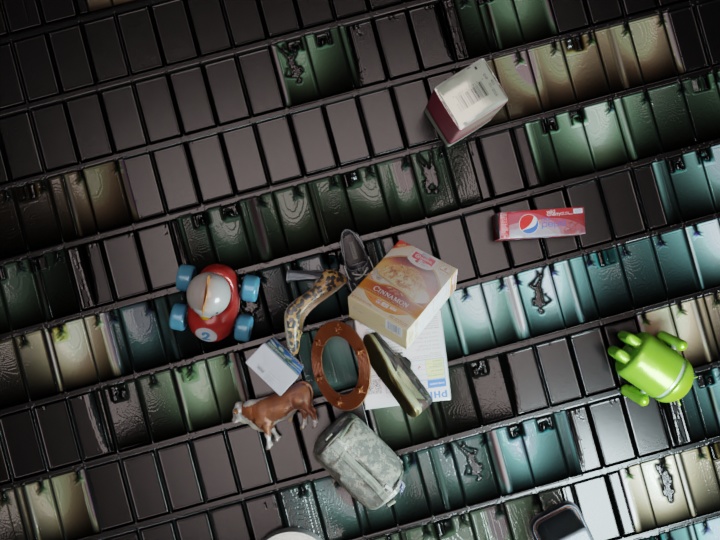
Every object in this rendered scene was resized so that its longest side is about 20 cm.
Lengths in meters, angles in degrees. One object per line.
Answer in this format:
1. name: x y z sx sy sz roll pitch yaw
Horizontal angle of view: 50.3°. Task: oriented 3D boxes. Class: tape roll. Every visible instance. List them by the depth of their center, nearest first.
1. tape roll: -0.157 0.690 1.747 0.202 0.037 0.204 0 89 -1

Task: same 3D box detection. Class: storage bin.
1. storage bin: 0.472 0.643 1.709 0.145 0.134 0.201 -25 88 -1

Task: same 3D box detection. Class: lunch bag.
1. lunch bag: -0.002 0.425 1.691 0.139 0.168 0.200 -45 90 -1

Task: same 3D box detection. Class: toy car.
1. toy car: -0.331 0.071 1.679 0.183 0.200 0.178 10 88 0

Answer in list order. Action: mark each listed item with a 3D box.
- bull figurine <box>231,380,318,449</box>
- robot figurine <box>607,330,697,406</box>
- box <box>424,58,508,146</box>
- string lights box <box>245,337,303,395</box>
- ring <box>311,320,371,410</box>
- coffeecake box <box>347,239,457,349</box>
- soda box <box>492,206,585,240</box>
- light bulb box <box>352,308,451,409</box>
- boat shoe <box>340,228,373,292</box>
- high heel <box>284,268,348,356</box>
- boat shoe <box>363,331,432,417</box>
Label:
1. bull figurine: -0.193 0.328 1.743 0.199 0.065 0.122 -24 93 1
2. robot figurine: 0.661 0.218 1.731 0.200 0.116 0.176 34 89 0
3. box: 0.230 -0.367 1.698 0.128 0.200 0.109 -32 89 -1
4. string lights box: -0.185 0.206 1.677 0.103 0.200 0.059 44 89 0
5. ring: -0.050 0.212 1.698 0.019 0.200 0.202 -7 88 -42
6. coffeecake box: 0.092 0.048 1.651 0.153 0.073 0.200 28 56 23
7. soda box: 0.408 -0.106 1.759 0.199 0.070 0.064 -3 89 -1
8. light bulb box: 0.090 0.193 1.719 0.197 0.125 0.201 -6 90 -1
9. boat shoe: 0.000 0.000 1.731 0.071 0.068 0.201 -17 76 4
10. high heel: -0.100 0.095 1.747 0.142 0.071 0.201 1 83 0
11. boat shoe: 0.080 0.213 1.627 0.066 0.072 0.201 -27 75 -28
